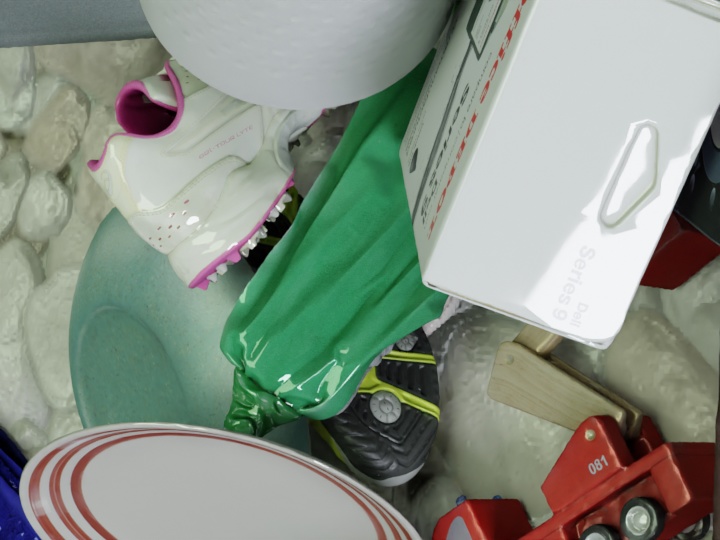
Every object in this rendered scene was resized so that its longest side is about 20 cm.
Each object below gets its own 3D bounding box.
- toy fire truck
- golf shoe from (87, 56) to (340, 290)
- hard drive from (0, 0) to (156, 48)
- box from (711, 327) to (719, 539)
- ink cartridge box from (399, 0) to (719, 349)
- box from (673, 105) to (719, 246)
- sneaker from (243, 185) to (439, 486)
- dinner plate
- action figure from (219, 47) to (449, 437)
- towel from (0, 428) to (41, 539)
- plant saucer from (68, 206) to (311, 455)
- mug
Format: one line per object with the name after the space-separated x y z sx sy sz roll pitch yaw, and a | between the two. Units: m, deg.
0.100 0.069 1.114 0.200 0.049 0.141 -37 64 30 | toy fire truck
-0.062 -0.082 1.172 0.091 0.200 0.075 36 132 -10 | golf shoe
-0.147 -0.177 1.164 0.199 0.033 0.140 -3 117 9 | hard drive
0.240 0.124 0.928 0.166 0.164 0.201 -1 85 38 | box
0.081 -0.074 1.013 0.084 0.200 0.146 19 105 -8 | ink cartridge box
0.187 -0.088 0.971 0.200 0.086 0.164 -117 45 -75 | box
-0.029 0.029 1.216 0.200 0.075 0.076 55 145 26 | sneaker
-0.063 0.119 1.158 0.200 0.200 0.024 -16 47 36 | dinner plate
0.000 0.000 1.139 0.118 0.055 0.200 38 79 2 | action figure
-0.228 0.195 1.355 0.148 0.049 0.200 41 110 34 | towel
-0.099 0.063 1.226 0.201 0.039 0.202 26 125 45 | plant saucer
-0.041 -0.189 1.023 0.200 0.175 0.148 41 68 13 | mug
